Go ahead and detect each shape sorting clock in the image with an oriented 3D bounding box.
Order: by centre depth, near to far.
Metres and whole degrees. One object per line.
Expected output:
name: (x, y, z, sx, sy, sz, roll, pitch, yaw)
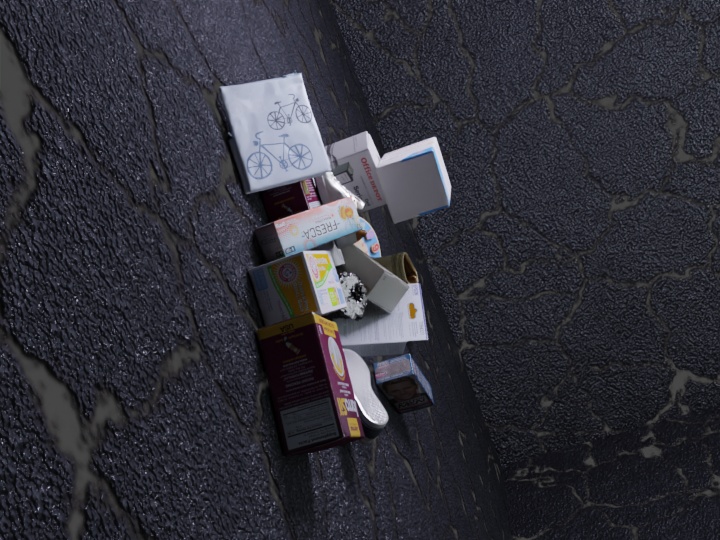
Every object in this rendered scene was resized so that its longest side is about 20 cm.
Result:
shape sorting clock: (-0.011, -0.029, 1.972, 0.199, 0.039, 0.202, 1, 89, -48)

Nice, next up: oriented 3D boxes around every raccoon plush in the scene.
raccoon plush: (-0.082, 0.054, 1.659, 0.199, 0.133, 0.098, 8, 76, -43)

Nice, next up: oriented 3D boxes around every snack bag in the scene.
snack bag: (-0.159, -0.253, 1.519, 0.021, 0.188, 0.202, -13, -85, 56)

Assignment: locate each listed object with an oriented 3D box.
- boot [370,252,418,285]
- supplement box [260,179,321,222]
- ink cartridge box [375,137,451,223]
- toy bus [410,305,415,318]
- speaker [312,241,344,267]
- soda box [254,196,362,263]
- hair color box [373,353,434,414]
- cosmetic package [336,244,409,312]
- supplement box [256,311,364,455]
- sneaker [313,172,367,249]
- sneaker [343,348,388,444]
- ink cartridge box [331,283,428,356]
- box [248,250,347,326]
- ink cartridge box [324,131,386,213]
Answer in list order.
boot: (0.060, 0.054, 1.911, 0.073, 0.154, 0.202, -51, 131, -60)
supplement box: (-0.147, -0.182, 1.609, 0.110, 0.085, 0.202, -38, 110, -78)
ink cartridge box: (0.121, -0.201, 1.812, 0.200, 0.128, 0.126, -65, 137, -71)
toy bus: (0.154, 0.129, 2.668, 0.078, 0.065, 0.201, 54, 21, -63)
speaker: (-0.099, -0.096, 1.728, 0.081, 0.081, 0.202, -13, 85, -79)
soda box: (-0.091, -0.075, 1.507, 0.199, 0.063, 0.069, -22, 95, -42)
hair color box: (0.111, 0.289, 2.100, 0.200, 0.099, 0.061, 57, 20, -53)
cosmetic package: (0.000, 0.000, 1.788, 0.105, 0.071, 0.200, 33, 4, -46)
supplement box: (-0.078, 0.182, 1.326, 0.131, 0.102, 0.202, 36, 38, -73)
sneaker: (-0.042, -0.151, 1.674, 0.073, 0.084, 0.201, -117, -172, -78)
sneaker: (-0.015, 0.246, 1.626, 0.080, 0.078, 0.201, -64, -145, 34)
ink cartridge box: (0.037, 0.105, 1.775, 0.197, 0.198, 0.044, -92, 180, -54)
box: (-0.104, 0.032, 1.439, 0.200, 0.101, 0.113, -10, 82, -79)
ink cartridge box: (-0.049, -0.194, 1.820, 0.084, 0.198, 0.146, -93, 161, -54)
